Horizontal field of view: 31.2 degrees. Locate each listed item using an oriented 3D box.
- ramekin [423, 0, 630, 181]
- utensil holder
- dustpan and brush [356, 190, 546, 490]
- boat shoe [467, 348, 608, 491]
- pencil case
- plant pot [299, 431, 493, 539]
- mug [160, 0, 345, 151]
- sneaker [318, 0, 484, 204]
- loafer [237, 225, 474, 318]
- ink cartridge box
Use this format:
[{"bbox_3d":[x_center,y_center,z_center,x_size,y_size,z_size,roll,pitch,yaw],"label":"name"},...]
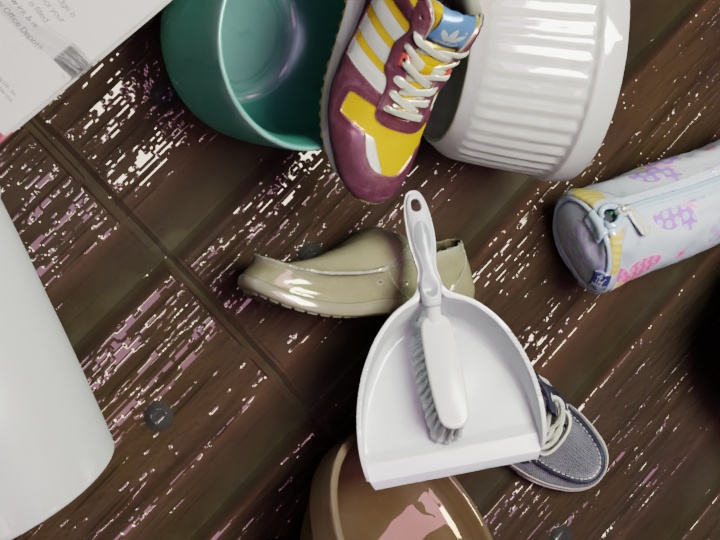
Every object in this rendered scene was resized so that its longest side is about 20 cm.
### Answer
[{"bbox_3d":[0.107,-0.168,0.936,0.104,0.200,0.202,3,94,-12],"label":"ramekin"},{"bbox_3d":[-0.266,0.060,0.816,0.169,0.170,0.201,-29,106,-17],"label":"utensil holder"},{"bbox_3d":[0.054,0.045,0.928,0.138,0.057,0.202,-10,79,-6],"label":"dustpan and brush"},{"bbox_3d":[0.138,0.123,1.024,0.199,0.093,0.075,33,83,-21],"label":"boat shoe"},{"bbox_3d":[0.254,-0.053,1.050,0.199,0.091,0.083,-19,58,-21],"label":"pencil case"},{"bbox_3d":[0.017,0.227,0.962,0.092,0.201,0.201,-35,112,27],"label":"plant pot"},{"bbox_3d":[-0.050,-0.166,0.906,0.184,0.114,0.154,-8,105,-36],"label":"mug"},{"bbox_3d":[0.031,-0.141,0.842,0.074,0.090,0.202,2,98,-38],"label":"sneaker"},{"bbox_3d":[0.000,0.000,0.972,0.198,0.075,0.069,4,92,-32],"label":"loafer"},{"bbox_3d":[-0.219,-0.186,0.813,0.199,0.085,0.146,-34,109,18],"label":"ink cartridge box"}]
